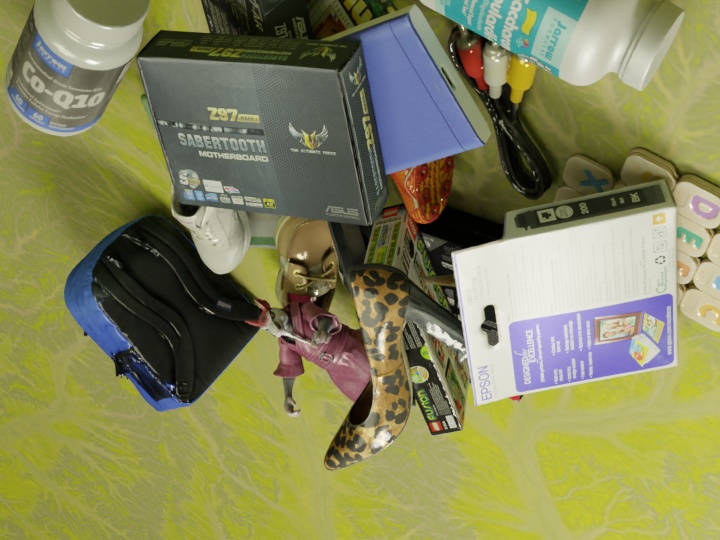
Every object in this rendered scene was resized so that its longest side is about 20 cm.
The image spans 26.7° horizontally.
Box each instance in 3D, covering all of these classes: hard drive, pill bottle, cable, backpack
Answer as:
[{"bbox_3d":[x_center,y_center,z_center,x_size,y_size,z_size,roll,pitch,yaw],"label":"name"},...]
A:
[{"bbox_3d":[-0.003,-0.140,1.304,0.199,0.025,0.132,-14,121,37],"label":"hard drive"},{"bbox_3d":[0.149,-0.218,1.187,0.199,0.111,0.111,30,143,12],"label":"pill bottle"},{"bbox_3d":[0.120,-0.142,1.344,0.096,0.050,0.201,18,138,27],"label":"cable"},{"bbox_3d":[-0.251,0.049,1.777,0.200,0.163,0.167,50,146,-16],"label":"backpack"},{"bbox_3d":[-0.288,-0.233,1.549,0.114,0.114,0.200,40,144,-3],"label":"pill bottle"}]

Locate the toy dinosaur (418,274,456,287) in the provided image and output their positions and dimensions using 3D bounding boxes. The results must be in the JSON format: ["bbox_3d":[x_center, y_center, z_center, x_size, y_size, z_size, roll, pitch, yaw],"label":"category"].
[{"bbox_3d":[0.156,0.018,1.427,0.198,0.058,0.102,-3,123,4],"label":"toy dinosaur"}]

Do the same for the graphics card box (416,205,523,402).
[{"bbox_3d":[0.116,0.033,1.535,0.125,0.051,0.201,20,141,25],"label":"graphics card box"}]

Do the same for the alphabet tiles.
[{"bbox_3d":[0.261,-0.022,1.381,0.195,0.015,0.201,29,142,13],"label":"alphabet tiles"}]

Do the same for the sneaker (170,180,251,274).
[{"bbox_3d":[-0.168,-0.064,1.595,0.074,0.100,0.201,19,138,20],"label":"sneaker"}]

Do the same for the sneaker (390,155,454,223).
[{"bbox_3d":[0.034,-0.138,1.417,0.077,0.073,0.202,4,121,43],"label":"sneaker"}]

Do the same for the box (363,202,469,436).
[{"bbox_3d":[0.058,0.048,1.465,0.034,0.110,0.201,-13,122,18],"label":"box"}]

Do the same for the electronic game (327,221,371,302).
[{"bbox_3d":[0.000,0.000,1.507,0.041,0.201,0.201,-19,124,5],"label":"electronic game"}]

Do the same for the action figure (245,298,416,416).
[{"bbox_3d":[-0.026,0.073,1.595,0.199,0.150,0.134,32,135,-15],"label":"action figure"}]

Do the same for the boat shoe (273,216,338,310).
[{"bbox_3d":[-0.051,-0.001,1.611,0.201,0.073,0.067,94,159,-57],"label":"boat shoe"}]

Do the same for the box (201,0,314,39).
[{"bbox_3d":[-0.095,-0.223,1.393,0.160,0.043,0.201,44,156,45],"label":"box"}]

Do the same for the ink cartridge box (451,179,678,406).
[{"bbox_3d":[0.184,0.024,1.358,0.198,0.044,0.199,-12,132,-1],"label":"ink cartridge box"}]

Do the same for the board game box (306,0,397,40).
[{"bbox_3d":[-0.010,-0.215,1.338,0.105,0.023,0.201,-42,75,45],"label":"board game box"}]

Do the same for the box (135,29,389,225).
[{"bbox_3d":[-0.083,-0.124,1.307,0.198,0.051,0.159,8,131,23],"label":"box"}]

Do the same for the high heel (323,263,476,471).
[{"bbox_3d":[-0.006,0.087,1.385,0.142,0.072,0.200,35,108,-23],"label":"high heel"}]

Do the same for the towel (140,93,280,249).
[{"bbox_3d":[-0.142,-0.111,1.632,0.148,0.031,0.201,3,129,36],"label":"towel"}]
